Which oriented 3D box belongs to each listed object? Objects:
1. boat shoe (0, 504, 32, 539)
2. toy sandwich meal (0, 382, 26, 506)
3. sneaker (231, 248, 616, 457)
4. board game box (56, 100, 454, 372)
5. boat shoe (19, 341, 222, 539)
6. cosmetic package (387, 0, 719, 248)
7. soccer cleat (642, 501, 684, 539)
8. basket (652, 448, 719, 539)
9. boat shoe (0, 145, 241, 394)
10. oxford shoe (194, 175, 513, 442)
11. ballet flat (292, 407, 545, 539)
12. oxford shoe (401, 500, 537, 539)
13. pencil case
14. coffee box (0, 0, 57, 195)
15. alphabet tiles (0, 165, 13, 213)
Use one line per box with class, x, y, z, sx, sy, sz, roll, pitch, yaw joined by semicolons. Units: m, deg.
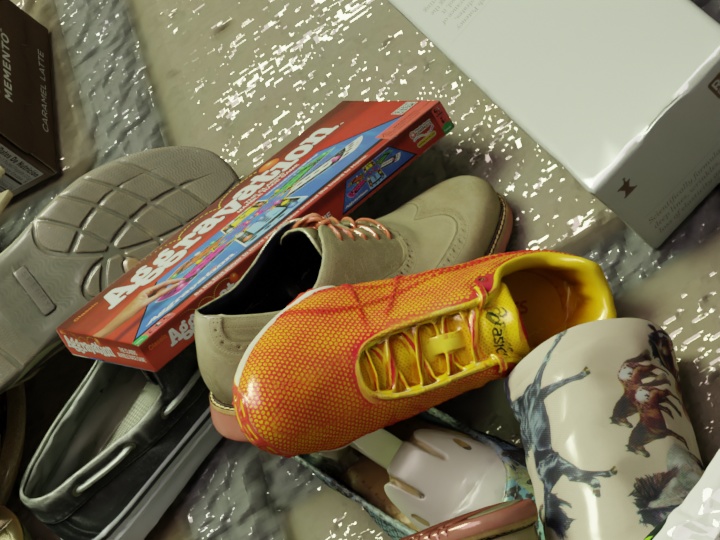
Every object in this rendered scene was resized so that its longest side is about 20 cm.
boat shoe;-0.189;0.220;1.414;0.073;0.063;0.201;-8;65;10
toy sandwich meal;-0.270;0.104;1.521;0.205;0.070;0.205;-20;53;28
sneaker;0.028;0.029;1.269;0.077;0.200;0.073;-13;98;57
board game box;-0.053;-0.021;1.393;0.200;0.019;0.103;-40;19;-21
boat shoe;-0.100;0.053;1.424;0.072;0.071;0.200;20;76;43
cosmetic package;0.107;-0.110;1.365;0.102;0.074;0.200;-46;49;6
soccer cleat;0.177;0.094;1.137;0.067;0.081;0.200;38;52;25
basket;0.189;0.187;1.044;0.161;0.200;0.198;34;88;42
boat shoe;-0.153;0.001;1.486;0.200;0.073;0.075;-32;87;-10
oxford shoe;0.000;0.000;1.331;0.070;0.075;0.200;10;38;41
ballet flat;0.020;0.092;1.315;0.200;0.074;0.074;24;80;43
oxford shoe;0.021;0.165;1.245;0.200;0.070;0.075;-42;69;44
pencil case;0.124;0.110;1.220;0.078;0.089;0.200;118;148;-44
coffee box;-0.279;-0.074;1.629;0.200;0.080;0.115;-27;51;22
alphabet tiles;-0.266;0.024;1.497;0.166;0.006;0.200;-21;30;44
